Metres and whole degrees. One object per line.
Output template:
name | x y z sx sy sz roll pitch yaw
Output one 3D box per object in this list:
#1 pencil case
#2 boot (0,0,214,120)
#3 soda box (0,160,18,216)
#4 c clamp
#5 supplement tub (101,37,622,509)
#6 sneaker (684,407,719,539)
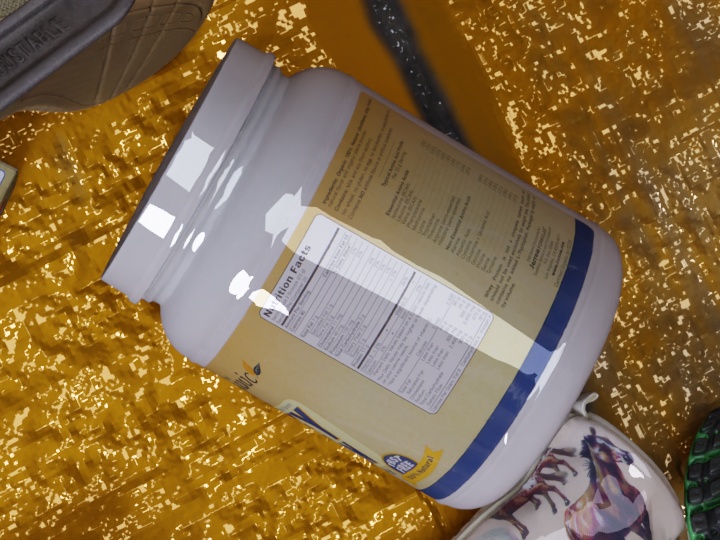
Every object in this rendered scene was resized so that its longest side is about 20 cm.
pencil case | 0.061 0.152 0.951 0.200 0.078 0.090 -45 110 -8
boot | -0.176 -0.139 0.917 0.199 0.073 0.156 -23 65 -38
soda box | -0.253 -0.061 0.908 0.199 0.068 0.064 28 84 -8
c clamp | -0.194 -0.126 0.833 0.171 0.027 0.200 44 54 14
supplement tub | 0.000 0.000 0.912 0.199 0.144 0.145 30 84 -7
sneaker | 0.186 0.162 0.977 0.077 0.085 0.202 0 72 -10
